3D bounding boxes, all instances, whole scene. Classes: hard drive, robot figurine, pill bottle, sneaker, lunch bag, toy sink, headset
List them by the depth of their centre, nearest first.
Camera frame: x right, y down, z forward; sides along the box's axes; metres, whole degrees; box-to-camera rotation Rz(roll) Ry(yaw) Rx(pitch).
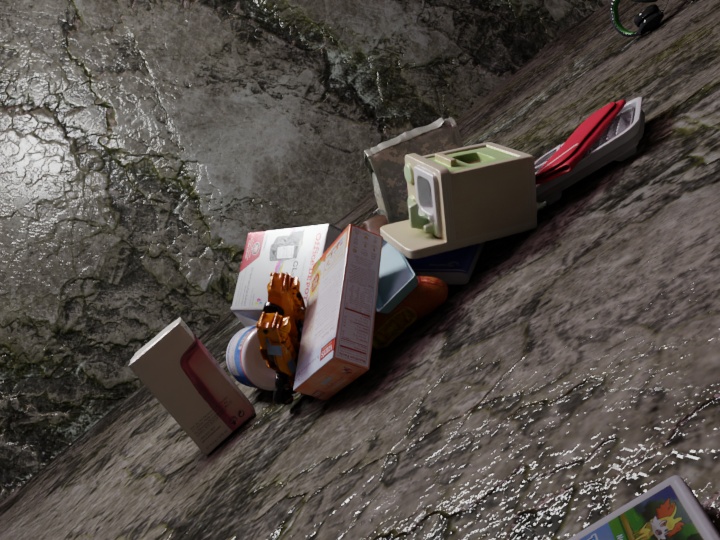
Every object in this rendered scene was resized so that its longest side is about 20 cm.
[{"bbox_3d":[0.046,0.071,1.048,0.199,0.073,0.078,-34,34,37],"label":"sneaker"},{"bbox_3d":[0.131,-0.108,1.062,0.197,0.114,0.130,-14,22,-15],"label":"toy sink"},{"bbox_3d":[-0.104,0.106,1.096,0.057,0.202,0.147,1,49,11],"label":"robot figurine"},{"bbox_3d":[0.126,-0.048,1.144,0.130,0.026,0.201,0,35,26],"label":"hard drive"},{"bbox_3d":[0.101,-0.156,1.284,0.162,0.202,0.118,-20,39,-3],"label":"lunch bag"},{"bbox_3d":[-0.177,0.153,1.334,0.112,0.113,0.200,-41,9,-19],"label":"pill bottle"},{"bbox_3d":[0.703,-0.641,1.814,0.093,0.126,0.199,-20,13,-33],"label":"headset"}]

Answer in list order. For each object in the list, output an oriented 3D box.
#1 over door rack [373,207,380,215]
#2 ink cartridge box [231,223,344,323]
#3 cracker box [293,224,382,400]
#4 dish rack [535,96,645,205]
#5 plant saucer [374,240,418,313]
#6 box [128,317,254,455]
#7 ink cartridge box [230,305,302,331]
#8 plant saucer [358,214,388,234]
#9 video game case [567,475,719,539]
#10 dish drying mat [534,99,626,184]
[{"bbox_3d":[-0.011,-0.022,1.635,0.148,0.066,0.201,-45,-10,-38],"label":"over door rack"},{"bbox_3d":[-0.110,0.008,1.256,0.198,0.082,0.148,-4,69,40],"label":"ink cartridge box"},{"bbox_3d":[-0.030,0.058,1.021,0.134,0.057,0.203,-43,33,53],"label":"cracker box"},{"bbox_3d":[0.334,-0.170,1.110,0.199,0.044,0.172,-33,9,33],"label":"dish rack"},{"bbox_3d":[0.038,0.000,1.053,0.070,0.019,0.200,-45,19,9],"label":"plant saucer"},{"bbox_3d":[-0.286,0.193,1.277,0.109,0.201,0.128,-39,9,-10],"label":"box"},{"bbox_3d":[-0.121,0.055,1.484,0.200,0.147,0.146,-44,10,-31],"label":"ink cartridge box"},{"bbox_3d":[0.000,0.000,1.272,0.200,0.034,0.204,-166,90,-78],"label":"plant saucer"},{"bbox_3d":[0.095,0.191,0.322,0.181,0.022,0.200,-37,8,13],"label":"video game case"},{"bbox_3d":[0.314,-0.187,1.079,0.200,0.018,0.076,-45,11,-36],"label":"dish drying mat"}]
